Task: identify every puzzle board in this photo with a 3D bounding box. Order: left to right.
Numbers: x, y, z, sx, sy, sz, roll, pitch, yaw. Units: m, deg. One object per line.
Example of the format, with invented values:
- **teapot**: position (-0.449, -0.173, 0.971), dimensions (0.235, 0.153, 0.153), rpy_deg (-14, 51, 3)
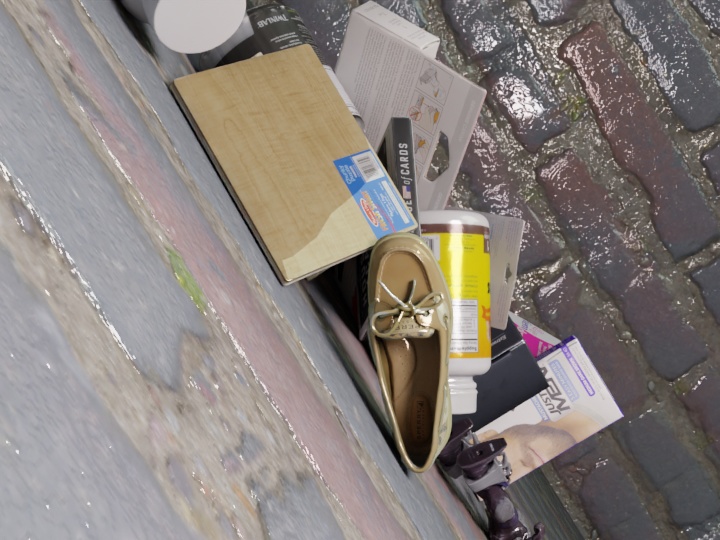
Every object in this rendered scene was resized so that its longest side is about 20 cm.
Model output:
- **puzzle board**: position (-0.056, -0.096, 0.978), dimensions (0.201, 0.150, 0.017), rpy_deg (60, -37, 10)

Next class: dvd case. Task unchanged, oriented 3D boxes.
- **dvd case**: position (0.023, -0.035, 1.109), dimensions (0.200, 0.024, 0.152), rpy_deg (117, -28, -64)

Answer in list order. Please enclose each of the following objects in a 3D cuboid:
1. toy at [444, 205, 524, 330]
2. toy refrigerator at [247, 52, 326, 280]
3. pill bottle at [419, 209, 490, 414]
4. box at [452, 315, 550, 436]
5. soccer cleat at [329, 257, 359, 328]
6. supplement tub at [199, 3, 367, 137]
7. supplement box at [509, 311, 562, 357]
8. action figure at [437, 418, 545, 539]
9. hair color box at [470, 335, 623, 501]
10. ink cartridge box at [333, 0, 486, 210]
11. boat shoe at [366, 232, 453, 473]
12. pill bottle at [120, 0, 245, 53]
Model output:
- **toy**: position (0.099, -0.012, 1.248), dimensions (0.199, 0.116, 0.047), rpy_deg (14, 7, 40)
- **toy refrigerator**: position (-0.071, -0.098, 1.063), dimensions (0.201, 0.076, 0.070), rpy_deg (58, 5, -11)
- **pill bottle**: position (0.079, 0.043, 1.158), dimensions (0.109, 0.108, 0.202), rpy_deg (23, 67, -81)
- **box**: position (0.100, 0.077, 1.298), dimensions (0.104, 0.147, 0.201), rpy_deg (53, 8, -47)
- **soccer cleat**: position (0.000, 0.000, 1.250), dimensions (0.201, 0.068, 0.085), rpy_deg (67, -21, 13)
- **supplement tub**: position (-0.073, -0.166, 1.189), dimensions (0.201, 0.122, 0.123), rpy_deg (60, 5, 11)
- **supplement box**: position (0.173, 0.115, 1.456), dimensions (0.199, 0.104, 0.101), rpy_deg (30, 24, -1)
- **action figure**: position (0.148, 0.247, 1.199), dimensions (0.201, 0.069, 0.130), rpy_deg (60, -6, -34)
- **hair color box**: position (0.201, 0.176, 1.363), dimensions (0.110, 0.199, 0.065), rpy_deg (58, 7, 2)
- **ink cartridge box**: position (0.044, -0.157, 1.215), dimensions (0.176, 0.201, 0.045), rpy_deg (34, 41, 18)
- **boat shoe**: position (0.046, 0.069, 0.960), dimensions (0.063, 0.073, 0.202), rpy_deg (-63, 144, -77)
- **pill bottle**: position (-0.172, -0.284, 0.988), dimensions (0.201, 0.111, 0.111), rpy_deg (61, 6, 33)
